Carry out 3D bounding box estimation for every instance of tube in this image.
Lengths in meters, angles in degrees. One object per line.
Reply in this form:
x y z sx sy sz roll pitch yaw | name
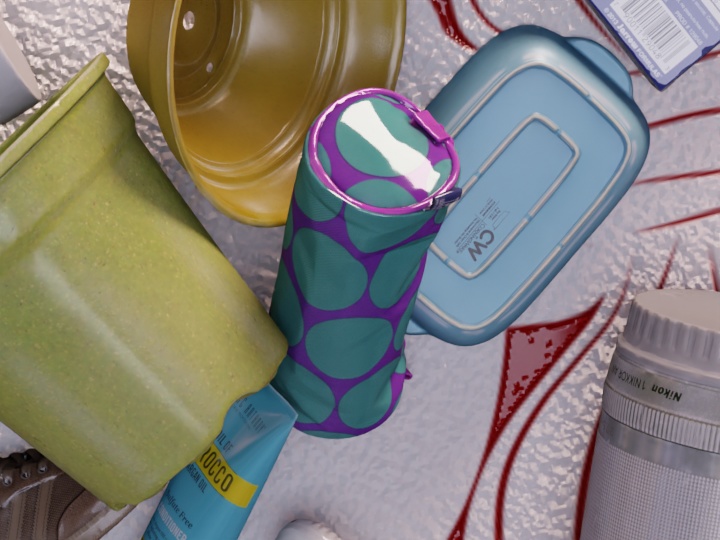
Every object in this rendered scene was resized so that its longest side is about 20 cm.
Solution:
-0.092 0.144 1.577 0.050 0.077 0.201 9 115 -41 | tube

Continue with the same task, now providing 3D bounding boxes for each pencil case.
0.000 0.000 1.513 0.092 0.085 0.200 -19 146 -27 | pencil case

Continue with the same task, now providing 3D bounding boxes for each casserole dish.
0.078 -0.044 1.582 0.121 0.039 0.200 40 96 -10 | casserole dish

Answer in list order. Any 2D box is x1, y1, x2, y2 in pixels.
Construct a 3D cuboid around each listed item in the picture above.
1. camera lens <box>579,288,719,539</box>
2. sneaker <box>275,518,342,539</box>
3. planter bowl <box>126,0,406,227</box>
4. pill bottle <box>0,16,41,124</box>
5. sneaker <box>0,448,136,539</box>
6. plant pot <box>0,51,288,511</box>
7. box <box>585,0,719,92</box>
0.206 0.124 1.560 0.159 0.160 0.201 8 100 -6 | camera lens
-0.049 0.250 1.581 0.129 0.079 0.200 -20 114 -37 | sneaker
-0.066 -0.129 1.511 0.083 0.200 0.202 14 102 35 | planter bowl
-0.278 -0.078 1.506 0.199 0.120 0.120 -30 101 2 | pill bottle
-0.191 0.132 1.576 0.200 0.070 0.076 -38 100 2 | sneaker
-0.144 0.019 1.488 0.200 0.200 0.184 -44 98 4 | plant pot
0.206 -0.210 1.564 0.200 0.032 0.121 -39 101 5 | box
